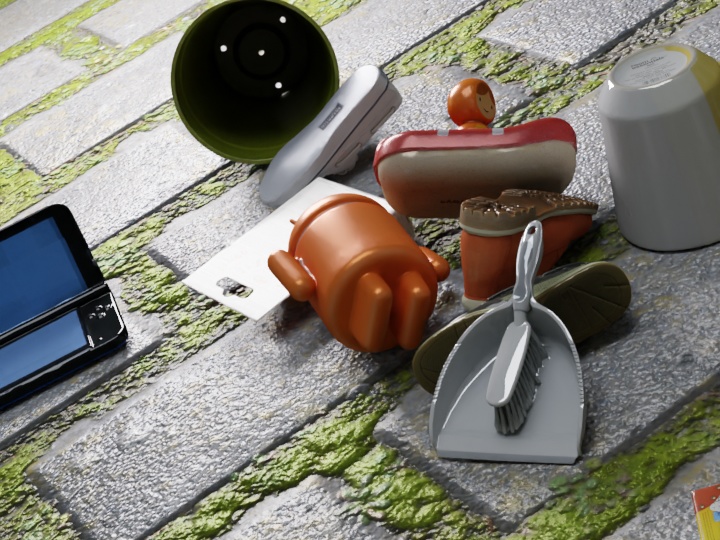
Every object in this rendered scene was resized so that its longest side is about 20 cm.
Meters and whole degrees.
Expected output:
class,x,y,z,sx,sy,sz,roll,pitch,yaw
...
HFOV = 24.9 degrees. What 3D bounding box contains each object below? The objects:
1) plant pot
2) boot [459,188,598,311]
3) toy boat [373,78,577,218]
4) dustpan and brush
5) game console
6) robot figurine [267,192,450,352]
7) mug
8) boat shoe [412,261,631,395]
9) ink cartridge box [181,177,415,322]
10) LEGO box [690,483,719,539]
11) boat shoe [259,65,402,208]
class,x,y,z,sx,sy,sz,roll,pitch,yaw
plant pot,-0.124,-0.252,2.009,0.200,0.201,0.193,-21,17,6
boot,0.153,-0.019,1.514,0.075,0.108,0.200,12,17,36
toy boat,0.114,-0.128,1.615,0.199,0.131,0.131,-1,71,6
dustpan and brush,0.132,0.055,1.352,0.139,0.057,0.201,-1,57,32
game console,-0.372,0.043,1.758,0.199,0.119,0.171,-28,29,-5
robot figurine,0.002,0.000,1.543,0.144,0.117,0.200,-35,37,-2
mug,0.300,-0.133,1.509,0.149,0.154,0.187,10,43,47
boat shoe,0.140,0.050,1.424,0.200,0.072,0.066,-27,7,4
ink cartridge box,-0.064,-0.012,1.698,0.200,0.050,0.161,-41,33,-19
LEGO box,0.300,0.210,1.022,0.148,0.077,0.200,-17,30,12
boat shoe,-0.029,-0.139,1.855,0.200,0.065,0.074,-45,37,5
